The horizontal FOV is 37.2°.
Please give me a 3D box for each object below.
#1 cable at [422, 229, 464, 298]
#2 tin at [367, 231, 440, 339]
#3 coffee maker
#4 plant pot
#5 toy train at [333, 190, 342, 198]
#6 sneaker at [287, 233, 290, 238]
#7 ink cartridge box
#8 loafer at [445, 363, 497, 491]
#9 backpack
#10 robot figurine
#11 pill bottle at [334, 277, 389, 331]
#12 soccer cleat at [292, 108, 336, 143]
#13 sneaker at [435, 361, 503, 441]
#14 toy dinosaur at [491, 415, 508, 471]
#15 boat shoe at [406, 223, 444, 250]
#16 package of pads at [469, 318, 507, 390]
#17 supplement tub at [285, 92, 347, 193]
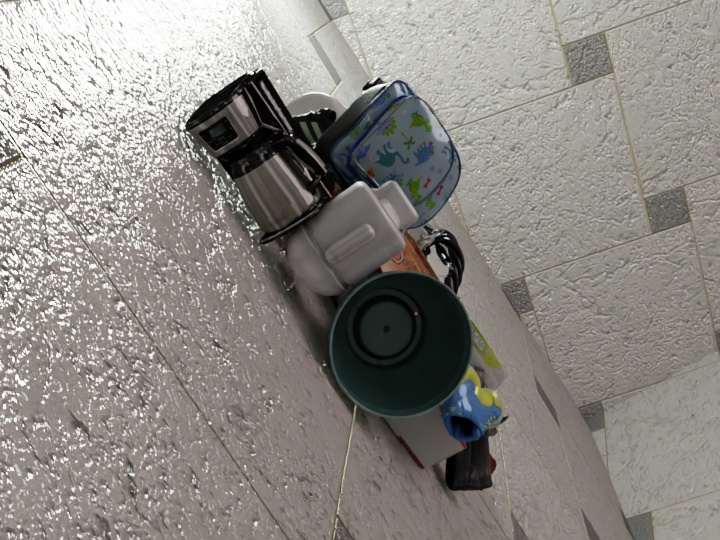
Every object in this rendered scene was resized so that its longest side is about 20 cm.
[{"bbox_3d":[0.122,0.014,1.938,0.200,0.050,0.165,157,-67,-63],"label":"cable"},{"bbox_3d":[0.074,0.029,1.616,0.201,0.042,0.112,58,36,-10],"label":"tin"},{"bbox_3d":[-0.137,-0.163,1.475,0.201,0.134,0.192,57,3,-16],"label":"coffee maker"},{"bbox_3d":[0.045,0.092,1.499,0.201,0.199,0.134,57,-4,-11],"label":"plant pot"},{"bbox_3d":[-0.030,-0.113,1.763,0.200,0.115,0.085,35,49,-44],"label":"toy train"},{"bbox_3d":[-0.094,-0.099,1.628,0.201,0.080,0.075,-96,171,-48],"label":"sneaker"},{"bbox_3d":[0.085,0.183,1.663,0.147,0.082,0.201,55,14,-27],"label":"ink cartridge box"},{"bbox_3d":[0.183,0.251,1.708,0.073,0.072,0.202,-173,-89,-78],"label":"loafer"},{"bbox_3d":[0.056,-0.167,1.631,0.200,0.183,0.147,46,-9,-26],"label":"backpack"},{"bbox_3d":[-0.018,-0.042,1.462,0.113,0.199,0.170,55,2,-3],"label":"robot figurine"},{"bbox_3d":[0.000,0.000,1.676,0.201,0.110,0.111,65,13,20],"label":"pill bottle"},{"bbox_3d":[-0.083,-0.226,1.719,0.198,0.082,0.067,16,7,13],"label":"soccer cleat"},{"bbox_3d":[0.158,0.216,1.577,0.200,0.075,0.106,46,39,-49],"label":"sneaker"},{"bbox_3d":[0.192,0.289,1.838,0.181,0.104,0.202,-26,98,-59],"label":"toy dinosaur"},{"bbox_3d":[0.100,-0.067,1.841,0.075,0.085,0.204,20,73,-67],"label":"boat shoe"},{"bbox_3d":[0.172,0.145,1.987,0.155,0.068,0.200,54,-14,-23],"label":"package of pads"},{"bbox_3d":[-0.052,-0.203,1.859,0.200,0.144,0.146,39,24,-59],"label":"supplement tub"}]
